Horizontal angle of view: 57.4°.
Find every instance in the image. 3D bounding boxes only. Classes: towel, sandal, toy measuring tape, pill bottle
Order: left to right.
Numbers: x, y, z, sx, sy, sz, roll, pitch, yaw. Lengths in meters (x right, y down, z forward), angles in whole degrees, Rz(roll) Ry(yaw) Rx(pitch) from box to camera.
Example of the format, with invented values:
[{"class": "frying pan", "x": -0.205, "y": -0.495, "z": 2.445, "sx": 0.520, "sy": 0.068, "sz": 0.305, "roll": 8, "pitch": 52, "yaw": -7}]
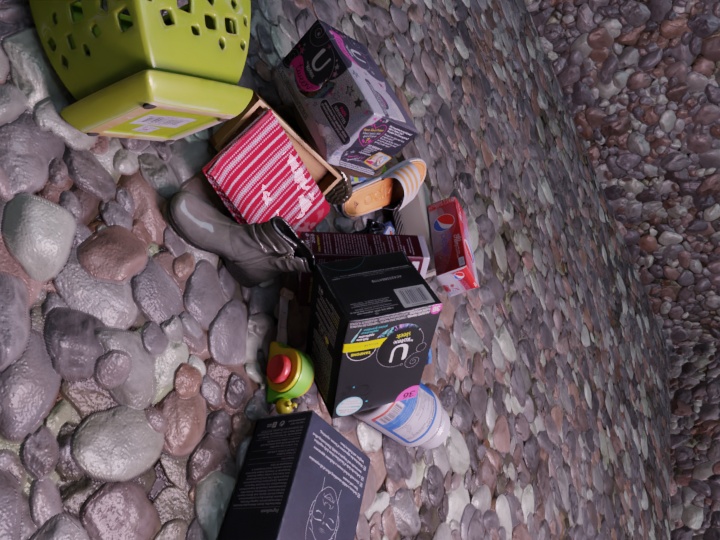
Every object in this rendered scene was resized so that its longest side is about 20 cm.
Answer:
[{"class": "towel", "x": -0.133, "y": -0.119, "z": 0.996, "sx": 0.145, "sy": 0.022, "sz": 0.201, "roll": -48, "pitch": 130, "yaw": -21}, {"class": "toy measuring tape", "x": -0.100, "y": 0.116, "z": 0.985, "sx": 0.073, "sy": 0.073, "sz": 0.202, "roll": 32, "pitch": 52, "yaw": -45}, {"class": "sandal", "x": 0.058, "y": -0.145, "z": 1.256, "sx": 0.206, "sy": 0.059, "sz": 0.080, "roll": -29, "pitch": 130, "yaw": -25}, {"class": "pill bottle", "x": 0.071, "y": 0.239, "z": 1.146, "sx": 0.200, "sy": 0.111, "sz": 0.113, "roll": 41, "pitch": 46, "yaw": -40}]

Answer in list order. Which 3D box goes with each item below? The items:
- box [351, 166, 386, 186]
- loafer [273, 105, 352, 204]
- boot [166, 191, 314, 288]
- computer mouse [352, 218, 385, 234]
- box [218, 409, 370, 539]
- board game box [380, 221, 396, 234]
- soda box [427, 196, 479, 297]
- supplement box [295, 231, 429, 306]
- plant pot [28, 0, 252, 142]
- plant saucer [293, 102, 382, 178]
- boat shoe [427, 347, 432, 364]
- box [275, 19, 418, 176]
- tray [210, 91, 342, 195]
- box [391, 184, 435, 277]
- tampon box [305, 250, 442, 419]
[{"class": "box", "x": -0.026, "y": -0.221, "z": 1.250, "sx": 0.199, "sy": 0.047, "sz": 0.123, "roll": -14, "pitch": 91, "yaw": -57}, {"class": "loafer", "x": -0.076, "y": -0.206, "z": 1.138, "sx": 0.201, "sy": 0.076, "sz": 0.068, "roll": 55, "pitch": 31, "yaw": -18}, {"class": "boot", "x": -0.159, "y": -0.056, "z": 0.915, "sx": 0.200, "sy": 0.130, "sz": 0.068, "roll": 44, "pitch": 43, "yaw": -36}, {"class": "computer mouse", "x": 0.064, "y": 0.000, "z": 1.154, "sx": 0.201, "sy": 0.052, "sz": 0.139, "roll": 59, "pitch": 24, "yaw": -9}, {"class": "box", "x": -0.084, "y": 0.318, "z": 0.891, "sx": 0.149, "sy": 0.106, "sz": 0.201, "roll": 48, "pitch": 41, "yaw": -34}, {"class": "board game box", "x": 0.074, "y": 0.019, "z": 1.285, "sx": 0.201, "sy": 0.034, "sz": 0.136, "roll": 62, "pitch": 23, "yaw": -17}, {"class": "soda box", "x": 0.178, "y": -0.050, "z": 1.273, "sx": 0.070, "sy": 0.063, "sz": 0.201, "roll": 52, "pitch": 26, "yaw": -40}, {"class": "supplement box", "x": 0.000, "y": 0.000, "z": 1.043, "sx": 0.061, "sy": 0.198, "sz": 0.110, "roll": -101, "pitch": -163, "yaw": -48}, {"class": "plant pot", "x": -0.257, "y": -0.267, "z": 0.811, "sx": 0.199, "sy": 0.198, "sz": 0.183, "roll": -8, "pitch": 89, "yaw": -56}, {"class": "plant saucer", "x": -0.040, "y": -0.232, "z": 1.120, "sx": 0.199, "sy": 0.029, "sz": 0.201, "roll": 36, "pitch": 30, "yaw": -24}, {"class": "boat shoe", "x": 0.084, "y": 0.128, "z": 1.109, "sx": 0.201, "sy": 0.068, "sz": 0.085, "roll": 76, "pitch": 6, "yaw": -60}, {"class": "box", "x": -0.022, "y": -0.271, "z": 1.040, "sx": 0.132, "sy": 0.115, "sz": 0.201, "roll": 5, "pitch": 50, "yaw": -54}, {"class": "tray", "x": -0.129, "y": -0.176, "z": 1.038, "sx": 0.200, "sy": 0.099, "sz": 0.037, "roll": 39, "pitch": 11, "yaw": -42}, {"class": "box", "x": 0.113, "y": -0.089, "z": 1.338, "sx": 0.082, "sy": 0.068, "sz": 0.202, "roll": 40, "pitch": 33, "yaw": -54}, {"class": "tampon box", "x": 0.012, "y": 0.096, "z": 0.978, "sx": 0.149, "sy": 0.201, "sz": 0.127, "roll": -10, "pitch": 42, "yaw": -23}]
